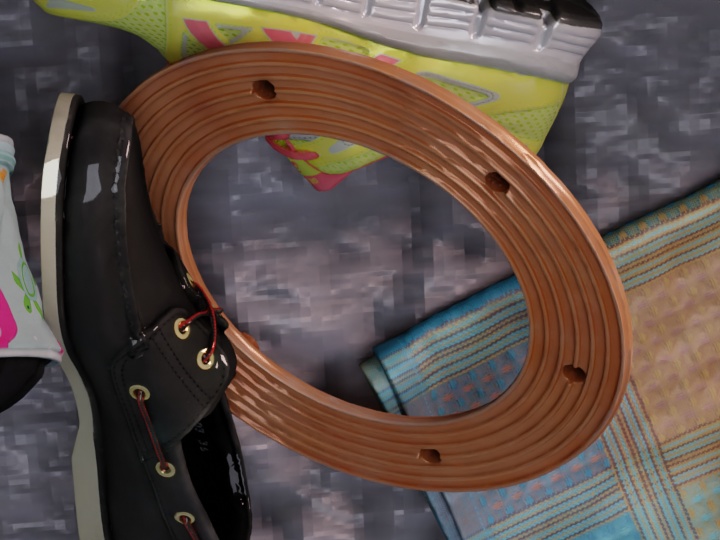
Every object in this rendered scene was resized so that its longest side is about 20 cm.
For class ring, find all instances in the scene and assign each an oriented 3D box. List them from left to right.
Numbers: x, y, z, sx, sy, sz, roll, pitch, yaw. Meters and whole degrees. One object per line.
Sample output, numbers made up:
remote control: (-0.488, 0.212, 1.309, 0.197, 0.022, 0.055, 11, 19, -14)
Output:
ring: (0.000, 0.000, 0.862, 0.200, 0.019, 0.201, 17, 137, 17)

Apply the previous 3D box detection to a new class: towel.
towel: (0.116, 0.051, 0.944, 0.200, 0.022, 0.147, -26, 108, 2)

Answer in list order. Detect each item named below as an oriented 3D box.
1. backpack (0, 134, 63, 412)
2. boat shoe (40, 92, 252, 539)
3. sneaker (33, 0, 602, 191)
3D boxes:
backpack: (-0.199, 0.007, 0.792, 0.200, 0.177, 0.151, -13, 84, 40)
boat shoe: (-0.073, 0.023, 0.866, 0.063, 0.074, 0.201, 1, 129, 8)
sneaker: (-0.021, -0.071, 0.868, 0.200, 0.078, 0.090, 12, 114, -6)
